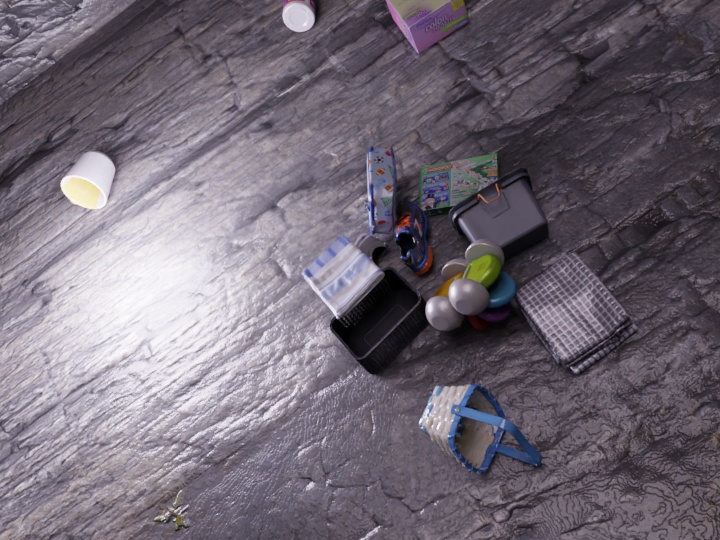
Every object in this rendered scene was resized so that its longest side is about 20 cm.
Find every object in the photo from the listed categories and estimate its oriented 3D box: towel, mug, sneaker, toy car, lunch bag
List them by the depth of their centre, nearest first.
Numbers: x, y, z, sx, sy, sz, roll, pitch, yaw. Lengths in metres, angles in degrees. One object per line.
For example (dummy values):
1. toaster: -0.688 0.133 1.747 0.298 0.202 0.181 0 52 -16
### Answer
1. towel: 0.419 0.081 1.248 0.164 0.086 0.201 -35 53 4
2. toy car: 0.240 0.052 1.306 0.200 0.149 0.176 -43 12 49
3. towel: -0.044 0.009 1.455 0.147 0.024 0.200 -42 43 -3
4. sneaker: 0.117 -0.090 1.489 0.075 0.078 0.203 -36 49 30
5. sneaker: 0.000 0.000 1.507 0.081 0.075 0.203 13 67 33
6. lunch bag: 0.052 -0.190 1.546 0.074 0.162 0.203 1 54 3
7. mug: -0.907 -0.312 2.102 0.183 0.151 0.155 -3 52 17

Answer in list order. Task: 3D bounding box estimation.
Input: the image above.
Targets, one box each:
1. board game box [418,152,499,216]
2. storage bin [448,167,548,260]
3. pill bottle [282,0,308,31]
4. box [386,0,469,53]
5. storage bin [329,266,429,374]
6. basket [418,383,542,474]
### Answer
1. board game box: 0.241 -0.208 1.542 0.196 0.029 0.137 -7 58 23
2. storage bin: 0.314 -0.110 1.389 0.198 0.146 0.136 -30 63 7
3. pill bottle: -0.203 -0.916 2.130 0.109 0.112 0.204 -12 57 19
4. box: 0.192 -0.769 1.848 0.174 0.097 0.202 -30 52 6
5. storage bin: 0.047 0.111 1.408 0.200 0.094 0.135 -44 53 -3
6. basket: 0.220 0.293 1.163 0.198 0.177 0.140 14 64 43
